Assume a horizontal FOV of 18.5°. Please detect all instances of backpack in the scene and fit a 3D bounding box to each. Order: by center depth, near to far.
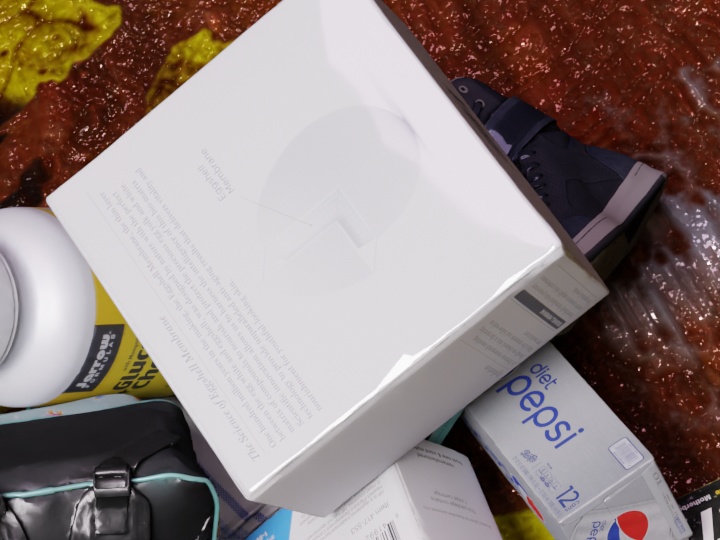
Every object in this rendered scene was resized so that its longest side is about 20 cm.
[{"bbox_3d":[-0.165,0.174,1.202,0.176,0.200,0.153,-10,23,-14],"label":"backpack"}]

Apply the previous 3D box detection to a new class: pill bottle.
[{"bbox_3d":[-0.168,0.021,1.252,0.112,0.200,0.112,0,91,36],"label":"pill bottle"}]

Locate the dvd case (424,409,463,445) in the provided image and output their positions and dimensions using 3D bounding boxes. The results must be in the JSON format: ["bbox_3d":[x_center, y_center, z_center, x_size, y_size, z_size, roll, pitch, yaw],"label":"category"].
[{"bbox_3d":[0.000,0.000,1.252,0.200,0.022,0.146,47,126,25],"label":"dvd case"}]

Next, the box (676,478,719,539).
[{"bbox_3d":[0.179,0.207,1.184,0.200,0.049,0.160,-25,54,3],"label":"box"}]

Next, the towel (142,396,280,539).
[{"bbox_3d":[-0.104,0.123,1.345,0.200,0.024,0.147,-42,54,-11],"label":"towel"}]

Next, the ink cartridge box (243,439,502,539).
[{"bbox_3d":[0.017,0.211,1.182,0.146,0.086,0.200,-41,52,25],"label":"ink cartridge box"}]

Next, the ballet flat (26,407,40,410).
[{"bbox_3d":[-0.173,0.074,1.360,0.074,0.074,0.200,-16,41,9],"label":"ballet flat"}]

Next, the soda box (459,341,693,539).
[{"bbox_3d":[0.104,0.090,1.234,0.063,0.068,0.200,-34,36,-4],"label":"soda box"}]

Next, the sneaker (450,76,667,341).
[{"bbox_3d":[0.084,-0.039,1.280,0.146,0.077,0.202,30,27,8],"label":"sneaker"}]

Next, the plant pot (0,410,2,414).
[{"bbox_3d":[-0.282,0.125,1.321,0.134,0.200,0.200,32,70,-5],"label":"plant pot"}]

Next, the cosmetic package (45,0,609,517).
[{"bbox_3d":[-0.016,-0.013,1.140,0.200,0.123,0.199,-38,70,7],"label":"cosmetic package"}]
